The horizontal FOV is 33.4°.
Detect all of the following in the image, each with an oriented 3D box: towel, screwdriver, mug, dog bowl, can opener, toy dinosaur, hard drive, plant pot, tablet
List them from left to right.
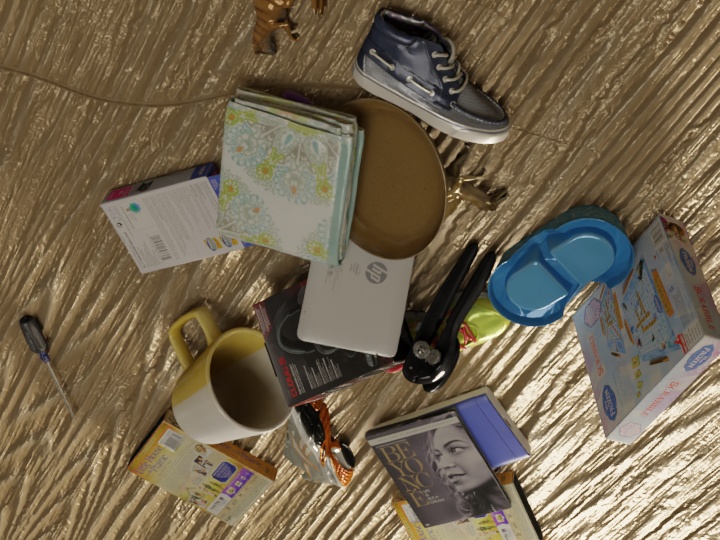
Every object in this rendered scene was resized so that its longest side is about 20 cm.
[{"bbox_3d":[-0.467,0.149,1.822,0.029,0.028,0.201,-25,124,-5],"label":"screwdriver"},{"bbox_3d":[-0.194,0.160,1.711,0.148,0.188,0.153,11,152,-35],"label":"mug"},{"bbox_3d":[-0.094,-0.320,1.349,0.105,0.061,0.201,10,128,8],"label":"toy dinosaur"},{"bbox_3d":[-0.088,-0.113,1.466,0.170,0.048,0.202,17,121,13],"label":"towel"},{"bbox_3d":[0.000,0.000,1.514,0.129,0.202,0.014,10,173,5],"label":"tablet"},{"bbox_3d":[0.029,-0.112,1.452,0.199,0.027,0.202,19,122,34],"label":"plant pot"},{"bbox_3d":[0.082,-0.107,1.467,0.198,0.058,0.102,6,126,6],"label":"toy dinosaur"},{"bbox_3d":[0.111,0.057,1.529,0.063,0.079,0.202,21,86,12],"label":"can opener"},{"bbox_3d":[0.131,0.250,1.753,0.199,0.025,0.132,-23,119,27],"label":"hard drive"},{"bbox_3d":[0.251,-0.009,1.509,0.199,0.050,0.111,-35,113,31],"label":"dog bowl"}]

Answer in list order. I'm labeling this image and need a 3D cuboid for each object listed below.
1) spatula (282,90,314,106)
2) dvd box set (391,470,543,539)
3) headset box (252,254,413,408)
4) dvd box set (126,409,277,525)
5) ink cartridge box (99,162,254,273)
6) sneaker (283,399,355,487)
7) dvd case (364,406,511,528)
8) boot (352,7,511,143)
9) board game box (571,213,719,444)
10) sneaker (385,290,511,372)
[{"bbox_3d":[-0.073,-0.131,1.509,0.056,0.021,0.201,26,139,29],"label":"spatula"},{"bbox_3d":[0.165,0.381,1.841,0.198,0.030,0.147,-14,122,22],"label":"dvd box set"},{"bbox_3d":[-0.042,0.083,1.591,0.199,0.077,0.150,-25,80,28],"label":"headset box"},{"bbox_3d":[-0.249,0.311,1.877,0.199,0.030,0.147,30,128,-12],"label":"dvd box set"},{"bbox_3d":[-0.231,-0.071,1.586,0.198,0.042,0.120,-11,123,24],"label":"ink cartridge box"},{"bbox_3d":[-0.087,0.247,1.776,0.091,0.076,0.201,-9,122,28],"label":"sneaker"},{"bbox_3d":[0.115,0.293,1.759,0.148,0.016,0.201,-18,119,25],"label":"dvd case"},{"bbox_3d":[0.092,-0.221,1.370,0.198,0.073,0.091,23,134,-3],"label":"boot"},{"bbox_3d":[0.344,0.071,1.453,0.041,0.201,0.200,16,132,-21],"label":"board game box"},{"bbox_3d":[0.109,0.093,1.596,0.198,0.091,0.078,-19,120,25],"label":"sneaker"}]
